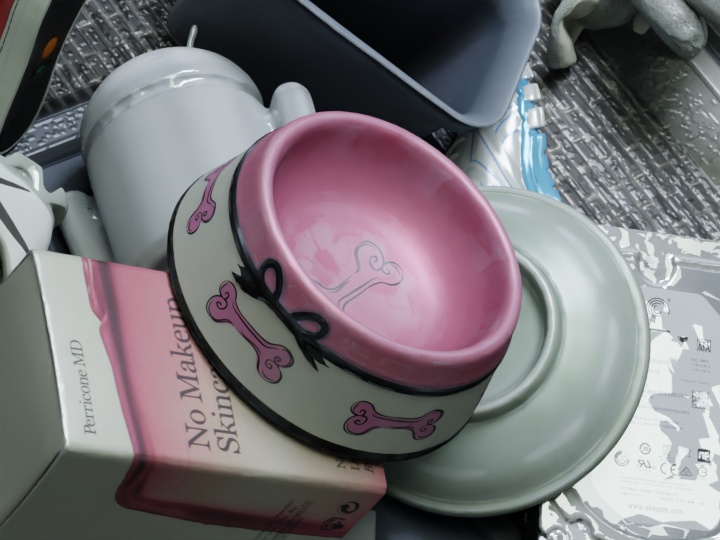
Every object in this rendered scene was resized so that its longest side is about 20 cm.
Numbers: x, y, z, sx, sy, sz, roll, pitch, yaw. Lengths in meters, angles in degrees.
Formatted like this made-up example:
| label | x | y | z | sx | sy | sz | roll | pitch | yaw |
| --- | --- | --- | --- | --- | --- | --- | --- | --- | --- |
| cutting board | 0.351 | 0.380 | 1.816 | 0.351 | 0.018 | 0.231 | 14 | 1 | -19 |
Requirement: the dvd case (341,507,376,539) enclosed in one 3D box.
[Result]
| label | x | y | z | sx | sy | sz | roll | pitch | yaw |
| --- | --- | --- | --- | --- | --- | --- | --- | --- | --- |
| dvd case | -0.064 | 0.204 | 1.594 | 0.142 | 0.018 | 0.200 | 11 | 52 | -11 |

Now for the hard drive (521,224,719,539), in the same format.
| label | x | y | z | sx | sy | sz | roll | pitch | yaw |
| --- | --- | --- | --- | --- | --- | --- | --- | --- | --- |
| hard drive | 0.167 | 0.075 | 1.716 | 0.139 | 0.038 | 0.201 | 8 | 70 | -13 |

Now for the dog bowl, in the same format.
| label | x | y | z | sx | sy | sz | roll | pitch | yaw |
| --- | --- | --- | --- | --- | --- | --- | --- | --- | --- |
| dog bowl | 0.000 | 0.000 | 1.572 | 0.200 | 0.074 | 0.200 | 22 | 44 | -23 |

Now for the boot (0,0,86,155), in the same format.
| label | x | y | z | sx | sy | sz | roll | pitch | yaw |
| --- | --- | --- | --- | --- | --- | --- | --- | --- | --- |
| boot | -0.231 | -0.183 | 1.713 | 0.144 | 0.200 | 0.072 | 35 | 30 | 10 |

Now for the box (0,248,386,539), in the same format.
| label | x | y | z | sx | sy | sz | roll | pitch | yaw |
| --- | --- | --- | --- | --- | --- | --- | --- | --- | --- |
| box | -0.104 | 0.081 | 1.557 | 0.200 | 0.109 | 0.128 | 10 | 51 | -34 |

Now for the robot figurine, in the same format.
| label | x | y | z | sx | sy | sz | roll | pitch | yaw |
| --- | --- | --- | --- | --- | --- | --- | --- | --- | --- |
| robot figurine | -0.098 | -0.048 | 1.708 | 0.169 | 0.113 | 0.200 | -24 | 60 | 7 |

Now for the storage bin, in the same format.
| label | x | y | z | sx | sy | sz | roll | pitch | yaw |
| --- | --- | --- | --- | --- | --- | --- | --- | --- | --- |
| storage bin | -0.012 | -0.162 | 1.775 | 0.200 | 0.134 | 0.146 | 36 | 54 | -19 |

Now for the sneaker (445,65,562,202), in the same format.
| label | x | y | z | sx | sy | sz | roll | pitch | yaw |
| --- | --- | --- | --- | --- | --- | --- | --- | --- | --- |
| sneaker | 0.072 | -0.059 | 1.802 | 0.086 | 0.075 | 0.200 | -3 | 56 | -14 |

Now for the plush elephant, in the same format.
| label | x | y | z | sx | sy | sz | roll | pitch | yaw |
| --- | --- | --- | --- | --- | --- | --- | --- | --- | --- |
| plush elephant | 0.195 | -0.196 | 1.902 | 0.200 | 0.155 | 0.165 | 28 | 60 | -7 |

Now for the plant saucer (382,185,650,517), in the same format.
| label | x | y | z | sx | sy | sz | roll | pitch | yaw |
| --- | --- | --- | --- | --- | --- | --- | --- | --- | --- |
| plant saucer | 0.065 | 0.039 | 1.677 | 0.200 | 0.050 | 0.201 | -4 | 71 | 12 |

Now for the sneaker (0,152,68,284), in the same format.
| label | x | y | z | sx | sy | sz | roll | pitch | yaw |
| --- | --- | --- | --- | --- | --- | --- | --- | --- | --- |
| sneaker | -0.263 | -0.056 | 1.659 | 0.200 | 0.074 | 0.089 | 31 | 43 | -12 |
